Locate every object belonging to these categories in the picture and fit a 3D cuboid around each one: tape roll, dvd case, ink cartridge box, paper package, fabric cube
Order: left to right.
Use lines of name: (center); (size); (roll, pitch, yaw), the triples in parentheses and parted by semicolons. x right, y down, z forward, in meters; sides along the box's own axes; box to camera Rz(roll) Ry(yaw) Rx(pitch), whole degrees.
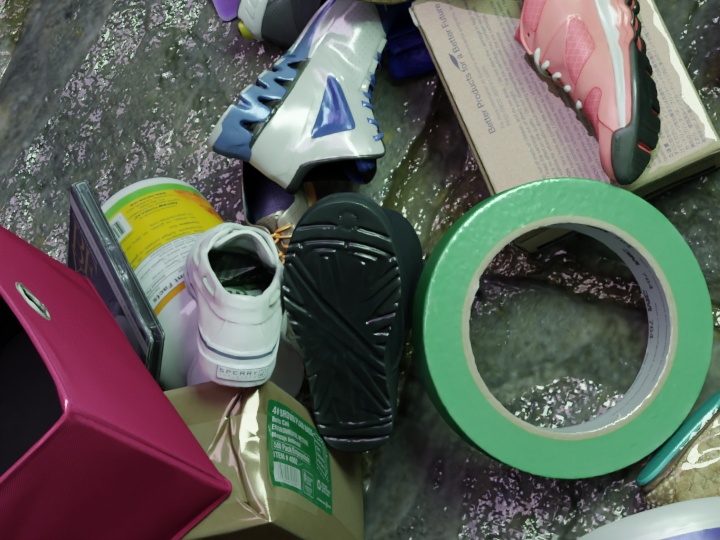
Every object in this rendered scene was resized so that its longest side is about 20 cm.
fabric cube: (-0.231, 0.099, 0.850); (0.200, 0.199, 0.196); (-42, 62, 3)
dvd case: (-0.188, 0.052, 1.096); (0.016, 0.200, 0.149); (-16, 57, -25)
paper package: (-0.111, 0.159, 1.007); (0.190, 0.200, 0.104); (-15, 66, 14)
tape roll: (0.136, 0.039, 0.990); (0.199, 0.048, 0.202); (0, 88, -8)
ink cartridge box: (0.151, -0.136, 1.073); (0.164, 0.075, 0.201); (-24, 79, 11)

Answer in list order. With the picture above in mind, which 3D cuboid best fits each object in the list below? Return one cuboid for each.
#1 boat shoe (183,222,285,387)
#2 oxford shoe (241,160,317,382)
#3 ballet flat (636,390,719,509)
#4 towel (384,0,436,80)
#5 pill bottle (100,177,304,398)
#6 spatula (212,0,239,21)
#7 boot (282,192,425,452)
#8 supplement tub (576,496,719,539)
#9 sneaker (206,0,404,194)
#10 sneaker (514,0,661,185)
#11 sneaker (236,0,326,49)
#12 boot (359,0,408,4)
boat shoe: (-0.075, 0.003, 0.967); (0.073, 0.067, 0.200); (5, 24, -13)
oxford shoe: (-0.058, -0.006, 1.127); (0.071, 0.073, 0.201); (-25, 62, 9)
ballet flat: (0.268, 0.091, 0.977); (0.065, 0.071, 0.200); (40, 89, 2)
towel: (0.108, -0.244, 1.177); (0.199, 0.050, 0.148); (-12, 65, 16)
pill bottle: (-0.123, 0.028, 1.098); (0.111, 0.111, 0.200); (-41, 49, 1)
spatula: (-0.044, -0.284, 1.267); (0.199, 0.021, 0.057); (-26, 77, 6)
boot: (0.000, 0.000, 1.008); (0.076, 0.201, 0.168); (0, 34, 8)
supplement tub: (0.207, 0.252, 0.876); (0.145, 0.145, 0.201); (-19, 63, 13)
sneaker: (-0.015, -0.130, 1.128); (0.115, 0.081, 0.200); (41, 73, -2)
sneaker: (0.152, -0.150, 1.010); (0.086, 0.074, 0.201); (-12, 74, 22)
sneaker: (-0.030, -0.275, 1.224); (0.084, 0.074, 0.201); (25, 98, 4)
boot: (0.014, -0.270, 1.122); (0.199, 0.073, 0.166); (-8, 36, -27)
